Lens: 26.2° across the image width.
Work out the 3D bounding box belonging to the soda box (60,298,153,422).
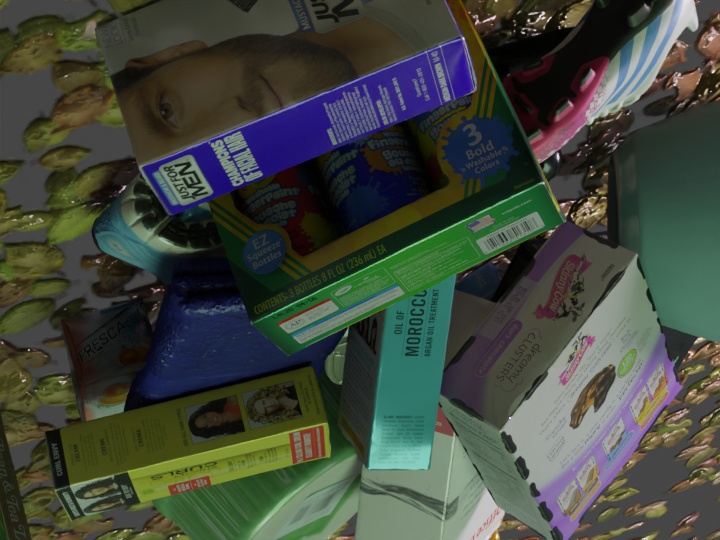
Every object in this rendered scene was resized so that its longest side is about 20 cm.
[{"bbox_3d":[-0.195,0.103,1.254,0.068,0.064,0.200,-15,152,-13],"label":"soda box"}]

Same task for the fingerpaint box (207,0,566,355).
[{"bbox_3d":[0.003,-0.068,0.982,0.199,0.167,0.073,-25,154,9],"label":"fingerpaint box"}]

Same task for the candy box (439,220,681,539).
[{"bbox_3d":[0.153,0.088,1.167,0.168,0.071,0.200,-49,143,-15],"label":"candy box"}]

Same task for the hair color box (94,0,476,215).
[{"bbox_3d":[-0.045,-0.125,0.913,0.199,0.110,0.065,-23,152,2],"label":"hair color box"}]

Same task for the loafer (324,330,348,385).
[{"bbox_3d":[0.000,0.000,1.182,0.072,0.063,0.200,-3,133,-19],"label":"loafer"}]

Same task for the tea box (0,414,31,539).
[{"bbox_3d":[-0.362,0.167,1.109,0.196,0.200,0.134,10,139,-46],"label":"tea box"}]

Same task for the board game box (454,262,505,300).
[{"bbox_3d":[0.077,0.076,1.418,0.200,0.037,0.151,-32,150,21],"label":"board game box"}]

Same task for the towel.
[{"bbox_3d":[-0.088,0.050,1.113,0.147,0.050,0.200,-6,152,-22],"label":"towel"}]

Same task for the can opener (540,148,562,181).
[{"bbox_3d":[0.079,-0.049,1.164,0.079,0.064,0.200,-13,159,-50],"label":"can opener"}]

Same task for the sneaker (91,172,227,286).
[{"bbox_3d":[-0.106,-0.024,1.108,0.090,0.079,0.200,-21,153,40],"label":"sneaker"}]

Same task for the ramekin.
[{"bbox_3d":[-0.066,0.168,1.286,0.200,0.098,0.200,-35,158,-17],"label":"ramekin"}]

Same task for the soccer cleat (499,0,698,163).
[{"bbox_3d":[0.153,-0.123,1.040,0.200,0.070,0.086,-45,142,1],"label":"soccer cleat"}]

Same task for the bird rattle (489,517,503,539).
[{"bbox_3d":[0.096,0.216,1.527,0.112,0.164,0.200,-12,160,-10],"label":"bird rattle"}]

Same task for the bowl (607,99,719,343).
[{"bbox_3d":[0.249,-0.037,1.208,0.105,0.201,0.201,-2,152,5],"label":"bowl"}]

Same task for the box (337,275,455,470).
[{"bbox_3d":[0.027,0.032,1.080,0.049,0.082,0.201,2,107,-17],"label":"box"}]

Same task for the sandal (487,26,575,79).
[{"bbox_3d":[0.077,-0.114,1.076,0.200,0.048,0.075,-21,152,-2],"label":"sandal"}]

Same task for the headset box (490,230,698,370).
[{"bbox_3d":[0.202,0.058,1.356,0.199,0.093,0.174,-7,135,-39],"label":"headset box"}]

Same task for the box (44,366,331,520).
[{"bbox_3d":[-0.124,0.127,1.127,0.199,0.050,0.075,-13,153,-7],"label":"box"}]

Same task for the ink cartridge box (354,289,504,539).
[{"bbox_3d":[0.067,0.138,1.247,0.146,0.083,0.201,-36,139,-54],"label":"ink cartridge box"}]
